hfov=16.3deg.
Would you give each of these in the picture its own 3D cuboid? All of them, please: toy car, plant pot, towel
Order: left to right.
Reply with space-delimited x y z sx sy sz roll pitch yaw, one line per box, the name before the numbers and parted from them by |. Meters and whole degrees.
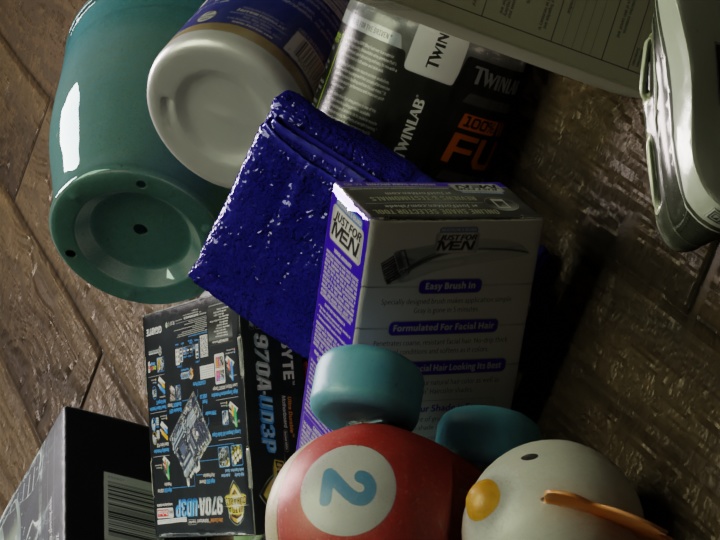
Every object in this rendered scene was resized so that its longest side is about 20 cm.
plant pot | -0.143 -0.085 1.859 0.200 0.199 0.189 -52 18 42
towel | 0.000 0.000 1.522 0.148 0.199 0.049 -63 -15 23
toy car | 0.069 0.133 1.296 0.199 0.176 0.186 -22 49 48

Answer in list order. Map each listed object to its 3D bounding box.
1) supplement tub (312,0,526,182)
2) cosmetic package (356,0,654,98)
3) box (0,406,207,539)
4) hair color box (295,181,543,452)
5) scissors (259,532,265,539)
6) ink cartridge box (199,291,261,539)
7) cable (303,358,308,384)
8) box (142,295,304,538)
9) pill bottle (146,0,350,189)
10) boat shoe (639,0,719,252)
supplement tub | 0.030 -0.099 1.598 0.201 0.122 0.123 -70 22 10
cosmetic package | 0.089 -0.175 1.409 0.073 0.199 0.104 19 90 68
box | -0.209 0.250 1.926 0.201 0.123 0.197 -97 30 -46
hair color box | 0.030 0.052 1.436 0.065 0.108 0.202 -134 48 -57
scissors | -0.028 0.134 1.586 0.200 0.014 0.073 -52 -4 -20
ink cartridge box | -0.096 0.107 1.837 0.104 0.059 0.201 -50 31 42
cable | -0.046 0.042 1.671 0.097 0.050 0.202 0 104 60
box | -0.092 0.099 1.688 0.200 0.046 0.160 163 103 -66
pill bottle | -0.051 -0.155 1.711 0.120 0.119 0.200 -51 3 43
boat shoe | 0.175 -0.108 1.323 0.064 0.070 0.202 -37 43 54
